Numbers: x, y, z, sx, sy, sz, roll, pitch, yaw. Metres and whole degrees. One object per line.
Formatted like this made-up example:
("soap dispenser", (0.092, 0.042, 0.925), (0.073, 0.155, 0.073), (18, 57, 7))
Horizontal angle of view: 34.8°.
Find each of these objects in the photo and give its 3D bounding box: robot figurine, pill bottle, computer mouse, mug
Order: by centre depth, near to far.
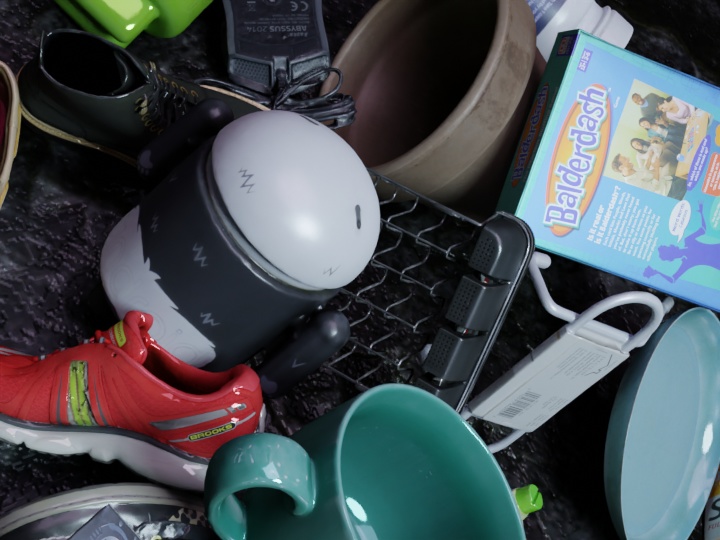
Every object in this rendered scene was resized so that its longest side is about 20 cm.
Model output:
("mug", (-0.006, 0.144, 0.650), (0.185, 0.114, 0.152), (50, 35, -8))
("robot figurine", (-0.078, -0.012, 0.713), (0.150, 0.200, 0.125), (40, 32, -21))
("robot figurine", (-0.139, -0.257, 0.855), (0.116, 0.175, 0.200), (43, 75, -14))
("computer mouse", (-0.076, -0.186, 0.918), (0.138, 0.053, 0.201), (1, 62, -7))
("pill bottle", (0.148, -0.253, 1.061), (0.200, 0.120, 0.120), (39, 49, -7))

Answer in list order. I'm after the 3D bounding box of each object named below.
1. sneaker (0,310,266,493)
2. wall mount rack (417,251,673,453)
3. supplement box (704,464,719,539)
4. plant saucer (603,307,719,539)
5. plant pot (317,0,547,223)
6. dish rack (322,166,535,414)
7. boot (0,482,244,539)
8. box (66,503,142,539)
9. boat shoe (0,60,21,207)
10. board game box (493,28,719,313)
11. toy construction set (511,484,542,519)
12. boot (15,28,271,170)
("sneaker", (-0.150, 0.061, 0.671), (0.199, 0.085, 0.077), (14, 15, 1))
("wall mount rack", (0.145, 0.061, 0.838), (0.173, 0.200, 0.075), (19, 40, -37))
("supplement box", (0.399, 0.213, 0.940), (0.199, 0.126, 0.074), (27, 53, -16))
("plant saucer", (0.236, 0.126, 0.888), (0.200, 0.027, 0.201), (-15, 109, -49))
("plant pot", (0.090, -0.118, 0.914), (0.174, 0.200, 0.201), (32, 48, -34))
("dish rack", (0.000, 0.000, 0.780), (0.199, 0.154, 0.055), (28, 12, 20))
("boot", (-0.107, 0.205, 0.647), (0.203, 0.073, 0.154), (9, 53, -33))
("box", (-0.116, 0.215, 0.557), (0.160, 0.200, 0.044), (47, 48, 2))
("boat shoe", (-0.258, -0.051, 0.710), (0.073, 0.069, 0.201), (19, 54, -22))
("board game box", (0.210, -0.067, 0.829), (0.199, 0.045, 0.153), (19, 94, -15))
("toy construction set", (0.075, 0.213, 0.753), (0.131, 0.092, 0.201), (38, 53, -41))
("boot", (-0.127, -0.104, 0.763), (0.199, 0.138, 0.078), (8, 84, -19))
